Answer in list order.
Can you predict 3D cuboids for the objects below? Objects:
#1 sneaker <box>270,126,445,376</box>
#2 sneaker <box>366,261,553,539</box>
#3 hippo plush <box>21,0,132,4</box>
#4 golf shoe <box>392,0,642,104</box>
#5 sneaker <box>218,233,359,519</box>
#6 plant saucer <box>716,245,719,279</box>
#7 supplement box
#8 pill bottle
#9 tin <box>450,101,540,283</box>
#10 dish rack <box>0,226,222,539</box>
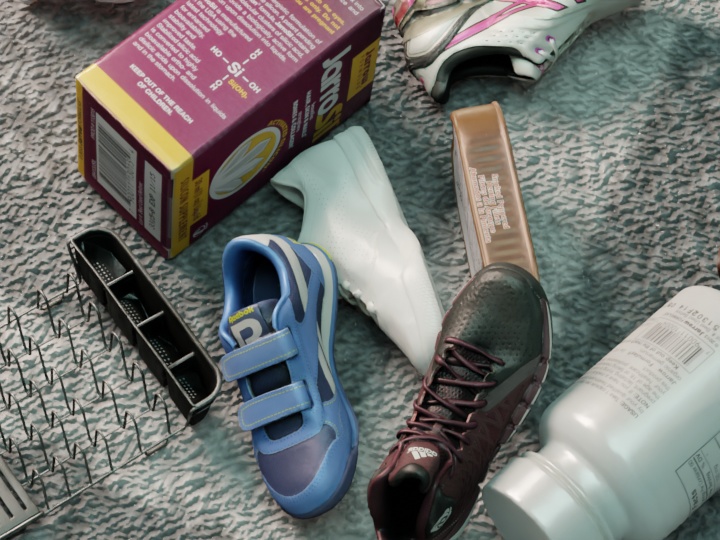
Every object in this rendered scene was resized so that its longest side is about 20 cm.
[{"bbox_3d":[0.000,0.000,1.738,0.088,0.075,0.200,-24,59,-2],"label":"sneaker"},{"bbox_3d":[0.059,0.095,1.605,0.075,0.115,0.200,21,101,14],"label":"sneaker"},{"bbox_3d":[-0.199,-0.280,1.819,0.199,0.159,0.161,15,61,4],"label":"hippo plush"},{"bbox_3d":[0.128,-0.177,1.838,0.199,0.073,0.092,-17,69,-1],"label":"golf shoe"},{"bbox_3d":[-0.054,0.066,1.668,0.074,0.082,0.200,-23,62,24],"label":"sneaker"},{"bbox_3d":[0.291,0.050,1.656,0.034,0.200,0.200,-37,68,-1],"label":"plant saucer"},{"bbox_3d":[-0.091,-0.124,1.758,0.200,0.131,0.103,-40,72,-21],"label":"supplement box"},{"bbox_3d":[0.180,0.112,1.651,0.200,0.114,0.114,-39,70,-16],"label":"pill bottle"},{"bbox_3d":[0.092,-0.019,1.723,0.042,0.112,0.200,-11,61,1],"label":"tin"},{"bbox_3d":[-0.208,0.081,1.680,0.200,0.055,0.153,-31,67,-18],"label":"dish rack"}]
